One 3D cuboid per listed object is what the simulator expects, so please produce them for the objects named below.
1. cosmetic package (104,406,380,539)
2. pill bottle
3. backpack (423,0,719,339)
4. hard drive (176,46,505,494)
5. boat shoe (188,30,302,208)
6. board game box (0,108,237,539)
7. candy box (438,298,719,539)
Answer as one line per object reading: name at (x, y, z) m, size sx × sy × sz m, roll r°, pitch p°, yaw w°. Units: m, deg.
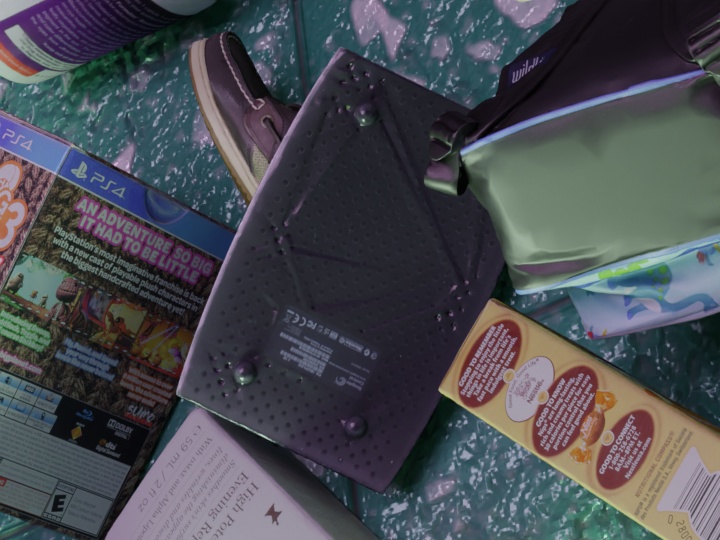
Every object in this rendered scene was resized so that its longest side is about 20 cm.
cosmetic package at (-0.038, 0.169, 1.209) m, size 0.200 × 0.074 × 0.102 m, roll 39°, pitch 98°, yaw 43°
pill bottle at (-0.147, -0.196, 1.422) m, size 0.199 × 0.111 × 0.112 m, roll -19°, pitch 61°, yaw 31°
backpack at (0.154, -0.068, 1.092) m, size 0.182 × 0.148 × 0.200 m, roll -20°, pitch 20°, yaw 28°
hard drive at (0.000, 0.000, 1.224) m, size 0.134 × 0.042 × 0.201 m, roll 25°, pitch 90°, yaw -1°
boat shoe at (-0.034, -0.057, 1.306) m, size 0.066 × 0.072 × 0.202 m, roll -31°, pitch 62°, yaw 13°
board game box at (-0.181, 0.032, 1.321) m, size 0.097 × 0.159 × 0.201 m, roll 24°, pitch 87°, yaw 42°
candy box at (0.143, 0.091, 1.068) m, size 0.200 × 0.115 × 0.056 m, roll 33°, pitch 92°, yaw 42°
